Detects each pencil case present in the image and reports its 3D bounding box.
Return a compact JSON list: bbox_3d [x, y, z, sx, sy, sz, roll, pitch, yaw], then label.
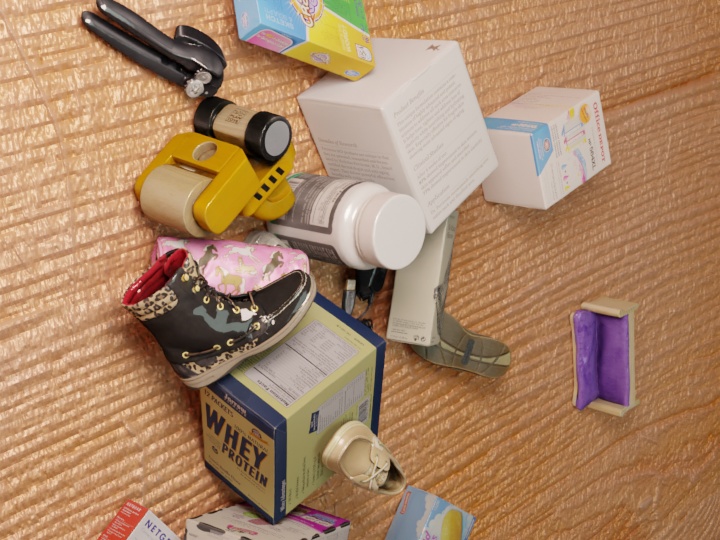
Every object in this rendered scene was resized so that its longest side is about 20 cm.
[{"bbox_3d":[-0.158,0.007,1.487,0.199,0.083,0.087,3,95,-23],"label":"pencil case"}]

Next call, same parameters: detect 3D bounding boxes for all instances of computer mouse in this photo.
[{"bbox_3d":[0.000,0.000,1.690,0.140,0.046,0.201,-1,107,-71],"label":"computer mouse"}]

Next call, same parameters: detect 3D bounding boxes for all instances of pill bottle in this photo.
[{"bbox_3d":[-0.020,-0.062,1.568,0.113,0.200,0.114,-12,108,-42],"label":"pill bottle"}]

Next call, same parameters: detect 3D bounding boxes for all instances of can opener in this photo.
[{"bbox_3d":[-0.239,-0.259,1.420,0.200,0.079,0.063,19,125,-42],"label":"can opener"}]

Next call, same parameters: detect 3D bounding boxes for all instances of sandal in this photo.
[{"bbox_3d":[0.142,0.111,1.861,0.199,0.054,0.081,23,87,-26],"label":"sandal"}]

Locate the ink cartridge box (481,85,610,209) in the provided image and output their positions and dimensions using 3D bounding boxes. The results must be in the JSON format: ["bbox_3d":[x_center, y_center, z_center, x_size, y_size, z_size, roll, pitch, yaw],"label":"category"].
[{"bbox_3d":[0.290,-0.199,1.893,0.200,0.125,0.129,-34,121,-34],"label":"ink cartridge box"}]

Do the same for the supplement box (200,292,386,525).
[{"bbox_3d":[-0.086,0.173,1.556,0.200,0.134,0.201,-35,145,-34],"label":"supplement box"}]

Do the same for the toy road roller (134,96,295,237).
[{"bbox_3d":[-0.160,-0.103,1.482,0.200,0.123,0.146,-51,141,-25],"label":"toy road roller"}]

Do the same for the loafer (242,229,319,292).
[{"bbox_3d":[-0.089,0.030,1.611,0.070,0.070,0.200,-53,130,-23],"label":"loafer"}]

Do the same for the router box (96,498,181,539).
[{"bbox_3d":[-0.278,0.418,1.527,0.180,0.049,0.200,-54,130,-22],"label":"router box"}]

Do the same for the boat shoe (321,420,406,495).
[{"bbox_3d":[0.010,0.249,1.574,0.072,0.065,0.200,-52,153,-6],"label":"boat shoe"}]

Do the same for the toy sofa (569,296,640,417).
[{"bbox_3d":[0.432,0.154,2.141,0.097,0.083,0.201,-20,112,-41],"label":"toy sofa"}]

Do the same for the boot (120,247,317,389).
[{"bbox_3d":[-0.164,0.033,1.408,0.200,0.073,0.151,-34,124,6],"label":"boot"}]

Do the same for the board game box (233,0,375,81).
[{"bbox_3d":[-0.075,-0.335,1.517,0.200,0.040,0.154,11,61,-45],"label":"board game box"}]

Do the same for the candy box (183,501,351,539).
[{"bbox_3d":[-0.119,0.350,1.569,0.200,0.136,0.061,2,100,-62],"label":"candy box"}]

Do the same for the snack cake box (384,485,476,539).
[{"bbox_3d":[0.088,0.449,1.880,0.115,0.067,0.201,35,74,-44],"label":"snack cake box"}]

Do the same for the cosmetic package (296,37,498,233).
[{"bbox_3d":[0.054,-0.185,1.637,0.167,0.166,0.201,-43,126,-30],"label":"cosmetic package"}]

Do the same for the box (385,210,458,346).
[{"bbox_3d":[0.090,0.005,1.762,0.082,0.068,0.201,-5,104,-75],"label":"box"}]
